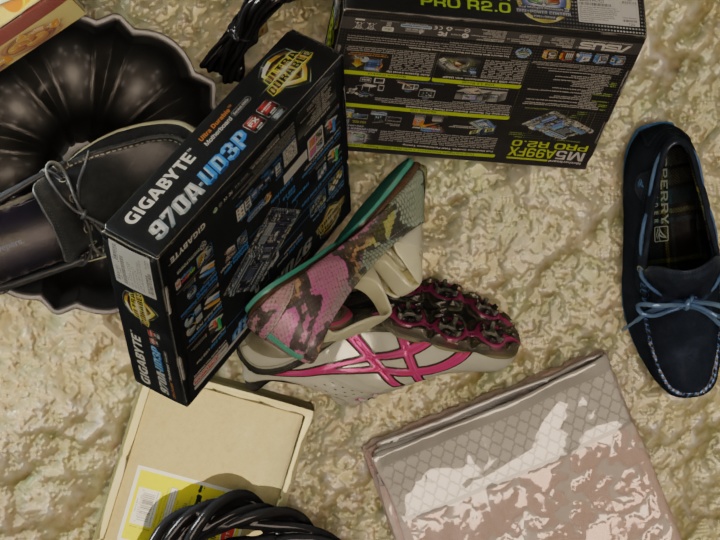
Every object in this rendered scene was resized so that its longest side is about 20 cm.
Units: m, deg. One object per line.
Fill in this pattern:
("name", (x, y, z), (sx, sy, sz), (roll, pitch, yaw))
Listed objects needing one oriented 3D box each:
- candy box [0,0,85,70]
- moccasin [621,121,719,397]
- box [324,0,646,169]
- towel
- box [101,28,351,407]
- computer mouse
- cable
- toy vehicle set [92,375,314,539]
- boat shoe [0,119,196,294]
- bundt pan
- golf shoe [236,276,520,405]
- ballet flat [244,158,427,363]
("candy box", (-0.276, -0.220, 1.177), (0.115, 0.055, 0.201), (-33, 77, 4))
("moccasin", (0.219, -0.003, 1.304), (0.080, 0.068, 0.201), (-14, 100, -5))
("box", (0.074, -0.134, 1.226), (0.199, 0.160, 0.045), (4, 60, -7))
("towel", (0.124, 0.178, 1.340), (0.199, 0.032, 0.192), (-22, 101, -2))
("box", (-0.079, -0.033, 1.181), (0.046, 0.159, 0.200), (27, 58, 21))
("computer mouse", (-0.026, -0.196, 1.230), (0.046, 0.140, 0.200), (42, 54, -3))
("cable", (-0.069, 0.248, 1.296), (0.199, 0.051, 0.164), (25, 90, -8))
("toy vehicle set", (-0.121, 0.175, 1.311), (0.124, 0.027, 0.201), (17, 96, -10))
("boat shoe", (-0.186, -0.035, 1.177), (0.199, 0.062, 0.075), (-24, 99, -4))
("bundt pan", (-0.184, -0.075, 1.240), (0.200, 0.076, 0.203), (-1, 99, -6))
("golf shoe", (0.012, 0.052, 1.295), (0.199, 0.073, 0.093), (6, 125, -7))
("ballet flat", (0.000, 0.000, 1.235), (0.071, 0.069, 0.200), (46, 46, 0))
